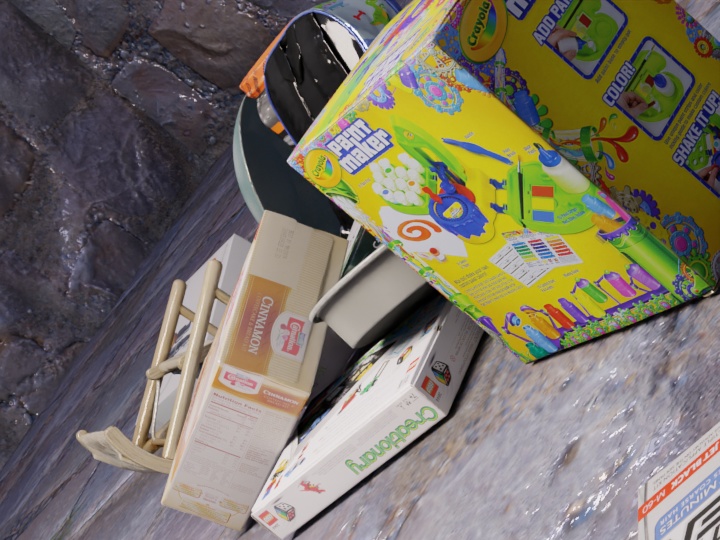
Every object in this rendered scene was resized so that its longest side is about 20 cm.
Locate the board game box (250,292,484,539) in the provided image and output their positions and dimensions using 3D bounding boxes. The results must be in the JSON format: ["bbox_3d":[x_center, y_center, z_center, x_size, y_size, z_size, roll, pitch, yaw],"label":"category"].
[{"bbox_3d":[0.008,0.095,1.173,0.200,0.035,0.126,-42,12,41],"label":"board game box"}]

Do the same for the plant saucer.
[{"bbox_3d":[-0.089,-0.097,1.819,0.038,0.202,0.201,-20,23,23],"label":"plant saucer"}]

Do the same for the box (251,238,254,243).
[{"bbox_3d":[-0.083,-0.046,2.055,0.193,0.047,0.200,-45,12,26],"label":"box"}]

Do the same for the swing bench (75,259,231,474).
[{"bbox_3d":[-0.160,0.114,1.612,0.201,0.129,0.199,-59,12,-13],"label":"swing bench"}]

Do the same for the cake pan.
[{"bbox_3d":[0.055,-0.011,1.162,0.200,0.037,0.200,-36,-7,-5],"label":"cake pan"}]

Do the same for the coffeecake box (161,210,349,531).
[{"bbox_3d":[-0.083,0.080,1.299,0.200,0.073,0.154,116,171,-48],"label":"coffeecake box"}]

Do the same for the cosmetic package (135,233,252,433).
[{"bbox_3d":[-0.182,0.077,1.928,0.151,0.051,0.201,-39,29,41],"label":"cosmetic package"}]

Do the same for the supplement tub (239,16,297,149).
[{"bbox_3d":[-0.021,-0.164,1.753,0.123,0.200,0.123,-49,10,11],"label":"supplement tub"}]

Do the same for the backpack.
[{"bbox_3d":[0.016,-0.158,1.574,0.147,0.200,0.183,-33,-5,-40],"label":"backpack"}]

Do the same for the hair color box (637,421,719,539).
[{"bbox_3d":[0.138,0.103,0.491,0.111,0.064,0.200,-46,13,24],"label":"hair color box"}]

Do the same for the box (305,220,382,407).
[{"bbox_3d":[0.000,0.000,1.388,0.145,0.036,0.201,119,172,-55],"label":"box"}]

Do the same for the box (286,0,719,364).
[{"bbox_3d":[0.095,-0.069,0.924,0.122,0.192,0.200,-55,11,-25],"label":"box"}]
